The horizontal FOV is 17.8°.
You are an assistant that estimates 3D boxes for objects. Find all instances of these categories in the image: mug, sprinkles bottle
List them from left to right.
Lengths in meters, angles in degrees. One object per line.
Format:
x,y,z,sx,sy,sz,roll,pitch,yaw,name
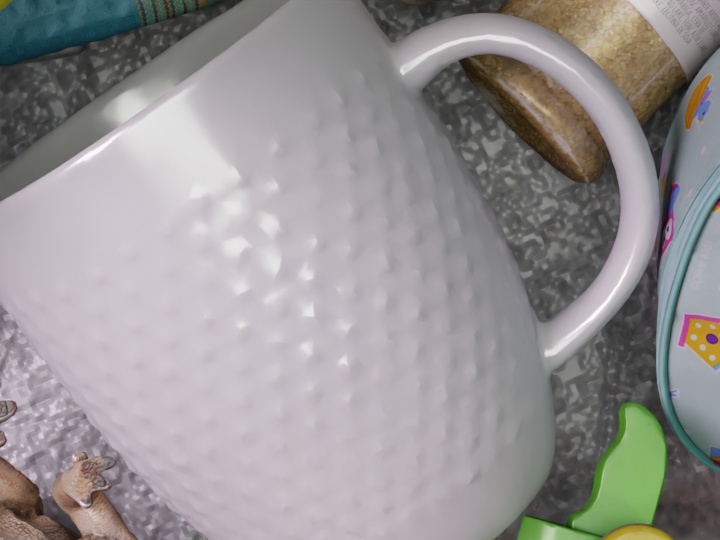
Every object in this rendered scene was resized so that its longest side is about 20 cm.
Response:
0.000,0.000,0.735,0.200,0.148,0.176,-33,102,9,mug
0.124,-0.121,0.781,0.200,0.068,0.068,-45,92,-1,sprinkles bottle

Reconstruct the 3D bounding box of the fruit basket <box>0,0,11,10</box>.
-0.150,-0.113,0.581,0.155,0.216,0.216,41,89,-8,fruit basket

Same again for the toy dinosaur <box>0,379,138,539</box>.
-0.112,0.113,0.773,0.200,0.136,0.086,30,67,21,toy dinosaur

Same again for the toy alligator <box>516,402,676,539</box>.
0.077,0.143,0.716,0.054,0.059,0.201,-6,87,0,toy alligator

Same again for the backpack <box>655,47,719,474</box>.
0.190,0.007,0.733,0.199,0.154,0.176,12,130,6,backpack

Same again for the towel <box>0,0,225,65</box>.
-0.070,-0.160,0.784,0.199,0.022,0.147,-17,92,-13,towel

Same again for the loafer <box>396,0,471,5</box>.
0.075,-0.167,0.752,0.200,0.076,0.068,-53,48,0,loafer

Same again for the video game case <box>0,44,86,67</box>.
-0.207,-0.150,0.793,0.199,0.022,0.183,-9,91,-2,video game case
